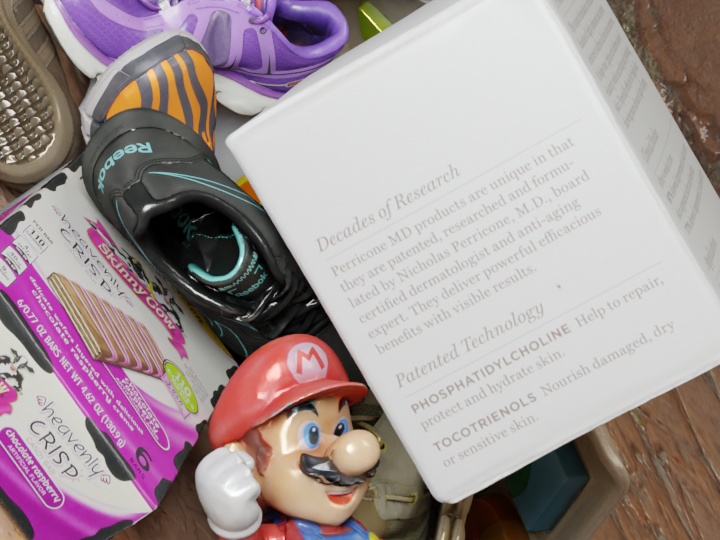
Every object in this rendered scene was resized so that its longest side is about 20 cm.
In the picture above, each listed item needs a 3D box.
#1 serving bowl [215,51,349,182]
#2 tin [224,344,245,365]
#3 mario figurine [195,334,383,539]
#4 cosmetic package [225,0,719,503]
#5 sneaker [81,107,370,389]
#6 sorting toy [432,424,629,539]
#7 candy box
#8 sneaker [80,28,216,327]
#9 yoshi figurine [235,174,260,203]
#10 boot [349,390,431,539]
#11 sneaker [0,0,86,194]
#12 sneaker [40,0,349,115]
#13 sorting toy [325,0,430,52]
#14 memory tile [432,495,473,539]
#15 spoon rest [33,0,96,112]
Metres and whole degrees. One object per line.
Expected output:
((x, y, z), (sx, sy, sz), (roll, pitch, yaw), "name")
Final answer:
((-0.003, -0.056, 1.445), (0.200, 0.199, 0.066), (32, 41, -57), "serving bowl")
((-0.055, 0.026, 1.401), (0.200, 0.042, 0.112), (42, 25, -44), "tin")
((-0.012, 0.128, 1.095), (0.123, 0.105, 0.201), (16, 63, -82), "mario figurine")
((0.069, -0.031, 1.143), (0.201, 0.166, 0.167), (59, 16, -6), "cosmetic package")
((-0.054, 0.007, 1.138), (0.200, 0.075, 0.079), (38, 10, -30), "sneaker")
((0.083, 0.108, 1.452), (0.036, 0.200, 0.186), (-3, 50, -27), "sorting toy")
((-0.132, 0.035, 1.094), (0.137, 0.061, 0.200), (55, 14, -9), "candy box")
((-0.081, -0.031, 1.203), (0.112, 0.077, 0.200), (51, -19, 23), "sneaker")
((-0.009, 0.012, 1.381), (0.112, 0.113, 0.199), (12, -4, 43), "yoshi figurine")
((0.002, 0.076, 1.256), (0.200, 0.072, 0.156), (31, 73, -68), "boot")
((-0.196, -0.121, 1.242), (0.076, 0.070, 0.201), (63, 5, -67), "sneaker")
((-0.089, -0.143, 1.283), (0.199, 0.083, 0.081), (7, 55, -45), "sneaker")
((-0.018, -0.154, 1.419), (0.199, 0.180, 0.108), (18, 81, -36), "sorting toy")
((0.057, 0.107, 1.327), (0.153, 0.017, 0.201), (97, 5, -66), "memory tile")
((-0.182, -0.156, 1.335), (0.201, 0.060, 0.099), (64, 16, 21), "spoon rest")
